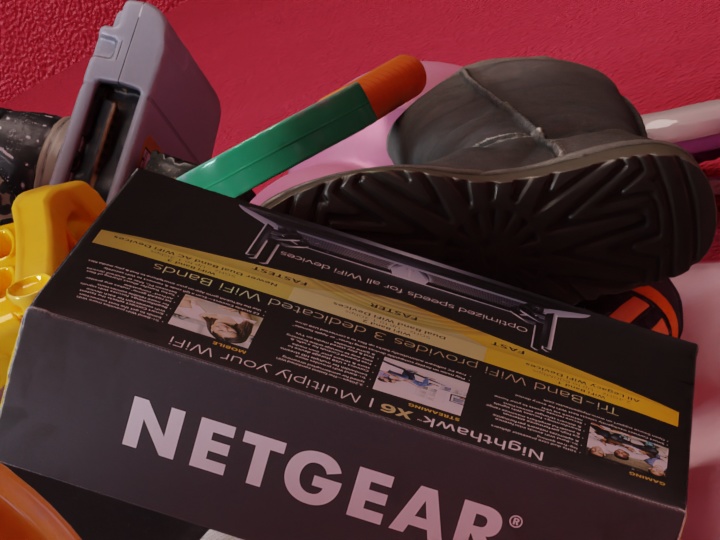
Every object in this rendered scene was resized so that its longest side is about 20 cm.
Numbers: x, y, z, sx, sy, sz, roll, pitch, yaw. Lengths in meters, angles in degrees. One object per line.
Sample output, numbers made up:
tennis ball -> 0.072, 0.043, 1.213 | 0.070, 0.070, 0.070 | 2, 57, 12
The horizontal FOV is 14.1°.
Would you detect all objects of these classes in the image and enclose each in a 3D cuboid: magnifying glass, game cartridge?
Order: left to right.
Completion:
game cartridge -> -0.112, -0.007, 1.295 | 0.041, 0.201, 0.133 | 14, -11, 16
magnifying glass -> -0.015, -0.056, 1.103 | 0.079, 0.022, 0.200 | -27, 2, 23

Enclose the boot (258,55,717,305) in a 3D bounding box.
boot -> 0.032, -0.034, 1.073 | 0.181, 0.073, 0.200 | -5, 20, -9

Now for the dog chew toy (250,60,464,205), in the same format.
dog chew toy -> 0.000, 0.000, 1.215 | 0.124, 0.125, 0.200 | -13, 25, 49

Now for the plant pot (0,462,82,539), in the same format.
plant pot -> -0.173, 0.144, 0.791 | 0.200, 0.201, 0.183 | -31, 2, -22

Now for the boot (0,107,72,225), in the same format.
boot -> -0.200, -0.003, 1.362 | 0.153, 0.204, 0.074 | 18, 36, 8

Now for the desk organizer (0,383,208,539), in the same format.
desk organizer -> -0.147, 0.126, 0.944 | 0.200, 0.072, 0.077 | -47, 14, -11

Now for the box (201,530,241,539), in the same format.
box -> -0.061, 0.125, 0.993 | 0.144, 0.036, 0.200 | -31, 13, -17

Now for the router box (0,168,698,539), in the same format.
router box -> 0.002, 0.039, 0.895 | 0.199, 0.052, 0.157 | 18, 18, 3

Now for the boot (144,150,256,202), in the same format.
boot -> -0.081, 0.038, 1.290 | 0.131, 0.068, 0.200 | -67, -20, -12

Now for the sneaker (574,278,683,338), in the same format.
sneaker -> 0.037, 0.037, 1.100 | 0.200, 0.078, 0.112 | -4, 18, 39

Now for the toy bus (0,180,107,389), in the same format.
toy bus -> -0.131, 0.027, 1.115 | 0.192, 0.136, 0.200 | -27, 22, 4

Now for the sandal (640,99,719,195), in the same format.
sandal -> 0.142, -0.045, 1.273 | 0.082, 0.050, 0.203 | -13, -1, 1
